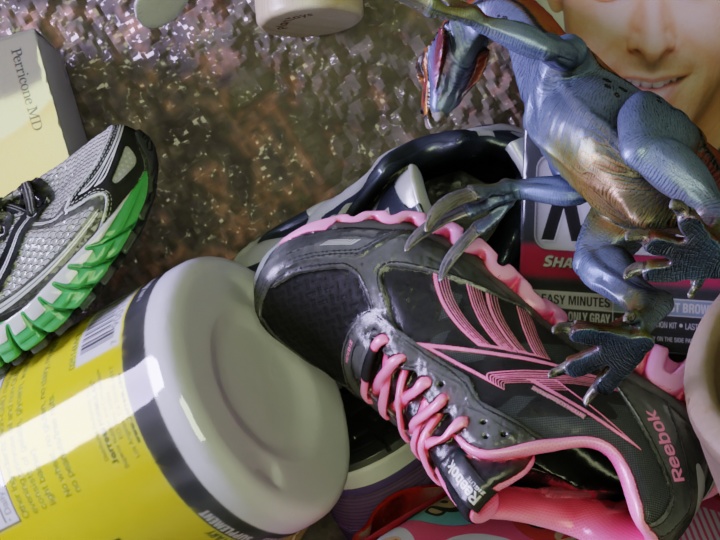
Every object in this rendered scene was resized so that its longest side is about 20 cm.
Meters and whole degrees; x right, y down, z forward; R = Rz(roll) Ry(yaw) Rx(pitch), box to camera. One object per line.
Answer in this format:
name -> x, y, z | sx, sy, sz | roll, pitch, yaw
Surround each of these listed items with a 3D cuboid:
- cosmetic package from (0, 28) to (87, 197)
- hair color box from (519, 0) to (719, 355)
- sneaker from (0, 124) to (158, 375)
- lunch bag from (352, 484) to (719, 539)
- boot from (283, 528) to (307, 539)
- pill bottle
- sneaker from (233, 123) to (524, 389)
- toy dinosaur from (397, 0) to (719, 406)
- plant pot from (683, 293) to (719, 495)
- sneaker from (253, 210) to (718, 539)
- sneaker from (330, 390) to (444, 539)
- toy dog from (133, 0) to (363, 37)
cosmetic package -> -0.216, -0.026, 0.856 | 0.199, 0.071, 0.106 | -18, 87, 0
hair color box -> 0.118, -0.071, 0.764 | 0.098, 0.061, 0.202 | 3, 94, 24
sneaker -> -0.166, 0.003, 0.778 | 0.199, 0.078, 0.085 | -34, 106, 5
lunch bag -> 0.068, 0.134, 0.746 | 0.176, 0.199, 0.083 | 25, 124, 38
boot -> -0.021, 0.201, 0.838 | 0.155, 0.073, 0.201 | 26, 89, 3
pill bottle -> -0.113, 0.085, 0.797 | 0.199, 0.114, 0.115 | -28, 86, 27
sneaker -> 0.000, 0.000, 0.822 | 0.198, 0.130, 0.080 | -26, 85, -1
toy dinosaur -> 0.083, -0.039, 0.708 | 0.198, 0.182, 0.105 | 11, 128, -12
plant pot -> 0.227, 0.084, 0.677 | 0.199, 0.201, 0.176 | -22, 118, 0
sneaker -> 0.042, 0.048, 0.728 | 0.199, 0.096, 0.079 | 24, 131, 11
sneaker -> 0.075, 0.062, 0.859 | 0.199, 0.076, 0.088 | -29, 116, -8
toy dog -> -0.071, -0.159, 0.820 | 0.096, 0.200, 0.133 | -12, 61, 17
